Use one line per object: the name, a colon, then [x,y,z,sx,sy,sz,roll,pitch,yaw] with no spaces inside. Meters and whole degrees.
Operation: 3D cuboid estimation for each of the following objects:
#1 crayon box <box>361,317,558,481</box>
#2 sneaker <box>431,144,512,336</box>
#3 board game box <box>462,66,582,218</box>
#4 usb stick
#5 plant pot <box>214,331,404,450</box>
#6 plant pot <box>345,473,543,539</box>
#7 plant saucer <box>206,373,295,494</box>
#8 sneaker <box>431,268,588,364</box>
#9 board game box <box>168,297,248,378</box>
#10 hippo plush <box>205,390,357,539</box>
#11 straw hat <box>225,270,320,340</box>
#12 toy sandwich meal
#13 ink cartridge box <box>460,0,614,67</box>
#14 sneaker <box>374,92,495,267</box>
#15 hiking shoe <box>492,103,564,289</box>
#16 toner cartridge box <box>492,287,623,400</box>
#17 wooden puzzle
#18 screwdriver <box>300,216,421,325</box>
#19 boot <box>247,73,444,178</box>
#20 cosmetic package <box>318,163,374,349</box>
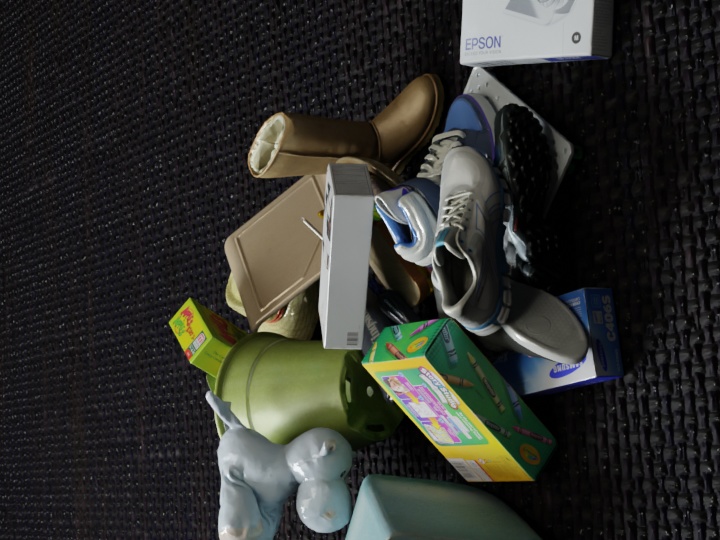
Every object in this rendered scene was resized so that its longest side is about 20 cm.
crayon box: [0.108,0.144,1.579,0.118,0.200,0.058,-11,35,55]
sneaker: [0.106,-0.039,1.483,0.075,0.086,0.202,-18,68,33]
board game box: [0.156,-0.100,1.656,0.200,0.026,0.201,49,127,44]
usb stick: [0.020,0.079,1.742,0.055,0.033,0.201,-43,44,16]
plant pot: [-0.049,0.161,1.827,0.189,0.199,0.202,-15,76,42]
plant pot: [0.067,0.331,1.629,0.200,0.194,0.198,-125,47,-62]
plant saucer: [-0.135,0.211,1.961,0.031,0.200,0.200,-37,48,2]
sneaker: [0.159,0.069,1.542,0.199,0.071,0.100,29,139,34]
board game box: [-0.155,0.122,1.939,0.048,0.200,0.102,-48,37,8]
hippo plush: [-0.082,0.244,1.732,0.159,0.159,0.202,57,-154,-74]
straw hat: [-0.142,0.027,2.033,0.200,0.085,0.203,-6,83,55]
toy sandwich meal: [0.026,-0.044,1.735,0.205,0.070,0.206,40,159,19]
ink cartridge box: [0.192,-0.327,1.583,0.199,0.040,0.202,4,92,49]
sneaker: [0.082,-0.103,1.612,0.080,0.146,0.202,-8,82,55]
hiking shoe: [0.157,-0.076,1.560,0.086,0.074,0.202,-9,86,46]
toner cartridge box: [0.195,0.086,1.574,0.200,0.043,0.096,-23,71,53]
wooden puzzle: [-0.091,-0.033,1.940,0.200,0.037,0.186,-41,40,15]
screwdriver: [0.000,0.000,1.743,0.200,0.028,0.029,47,133,10]
boot: [-0.014,-0.171,1.755,0.176,0.199,0.066,-59,44,35]
cosmetic package: [-0.018,-0.015,1.671,0.083,0.050,0.201,-98,10,-60]
